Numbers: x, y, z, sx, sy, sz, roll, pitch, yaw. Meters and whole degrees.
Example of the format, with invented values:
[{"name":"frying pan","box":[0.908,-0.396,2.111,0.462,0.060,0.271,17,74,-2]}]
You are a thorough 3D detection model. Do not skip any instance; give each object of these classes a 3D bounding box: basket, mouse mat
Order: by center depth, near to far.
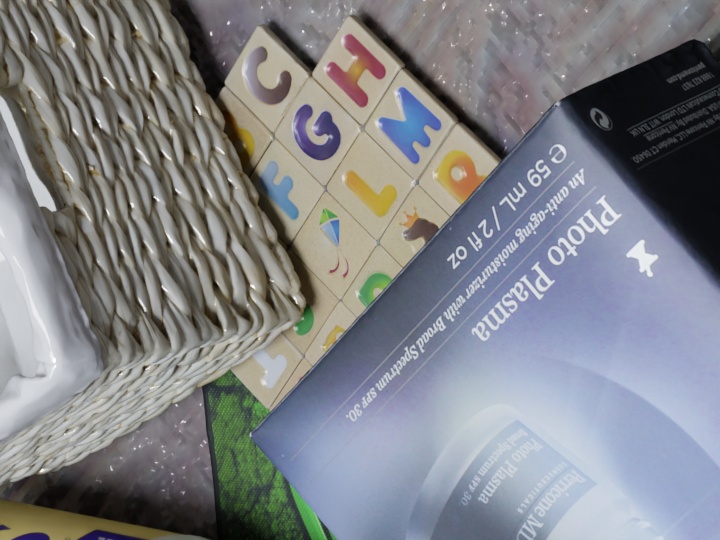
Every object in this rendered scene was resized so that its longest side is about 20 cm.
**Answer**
[{"name":"basket","box":[-0.162,-0.017,1.160,0.200,0.161,0.199,-33,77,40]},{"name":"mouse mat","box":[-0.006,0.048,1.170,0.160,0.008,0.201,-1,100,36]}]

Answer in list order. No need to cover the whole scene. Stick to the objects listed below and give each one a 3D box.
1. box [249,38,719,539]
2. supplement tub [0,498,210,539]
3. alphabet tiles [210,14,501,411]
[{"name":"box","box":[0.103,0.060,1.011,0.198,0.123,0.200,48,124,10]},{"name":"supplement tub","box":[-0.121,0.179,1.196,0.199,0.145,0.146,6,104,35]},{"name":"alphabet tiles","box":[0.000,0.000,1.146,0.200,0.006,0.167,46,123,20]}]
